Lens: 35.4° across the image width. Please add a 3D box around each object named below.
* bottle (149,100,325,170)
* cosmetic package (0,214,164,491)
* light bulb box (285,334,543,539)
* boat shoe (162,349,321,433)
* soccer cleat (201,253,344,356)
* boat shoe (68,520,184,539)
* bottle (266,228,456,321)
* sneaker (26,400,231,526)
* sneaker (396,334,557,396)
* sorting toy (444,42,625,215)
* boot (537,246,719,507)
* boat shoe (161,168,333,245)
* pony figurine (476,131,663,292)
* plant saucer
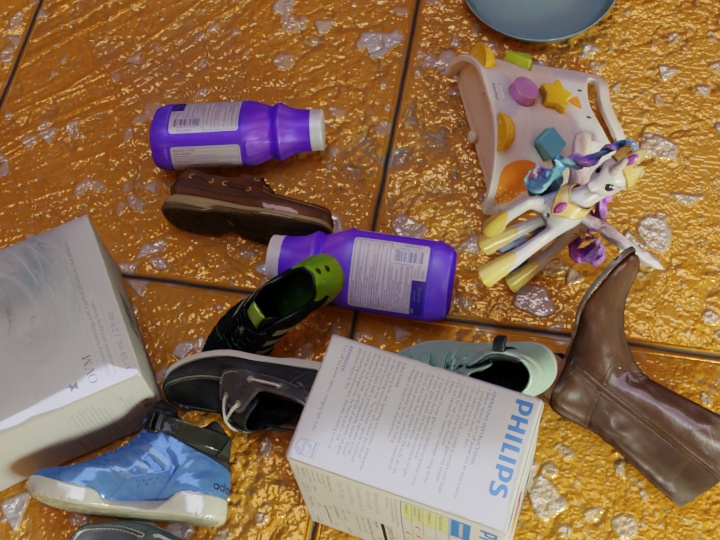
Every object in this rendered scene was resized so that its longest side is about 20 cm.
[{"bbox_3d":[-0.139,-0.157,1.296,0.196,0.066,0.084,-3,35,3],"label":"bottle"},{"bbox_3d":[-0.329,0.085,1.160,0.197,0.123,0.201,-24,62,-6],"label":"cosmetic package"},{"bbox_3d":[0.054,0.178,1.028,0.197,0.199,0.126,16,65,13],"label":"light bulb box"},{"bbox_3d":[-0.115,0.126,1.127,0.196,0.073,0.068,2,42,21],"label":"boat shoe"},{"bbox_3d":[-0.101,0.048,1.140,0.199,0.081,0.068,-39,78,23],"label":"soccer cleat"},{"bbox_3d":[-0.194,0.279,1.076,0.197,0.062,0.074,15,64,13],"label":"boat shoe"},{"bbox_3d":[0.000,0.000,1.189,0.196,0.065,0.085,8,94,10],"label":"bottle"},{"bbox_3d":[-0.224,0.185,1.118,0.196,0.077,0.113,5,68,3],"label":"sneaker"},{"bbox_3d":[0.083,0.103,1.091,0.197,0.118,0.075,-11,85,19],"label":"sneaker"},{"bbox_3d":[0.209,-0.176,1.276,0.177,0.107,0.203,-2,60,-18],"label":"sorting toy"},{"bbox_3d":[0.289,0.104,1.089,0.199,0.064,0.189,35,111,25],"label":"boot"},{"bbox_3d":[-0.122,-0.075,1.253,0.196,0.072,0.069,9,65,13],"label":"boat shoe"},{"bbox_3d":[0.219,-0.055,1.155,0.198,0.192,0.168,-33,74,18],"label":"pony figurine"},{"bbox_3d":[0.221,-0.357,1.395,0.196,0.028,0.203,-2,62,4],"label":"plant saucer"}]
